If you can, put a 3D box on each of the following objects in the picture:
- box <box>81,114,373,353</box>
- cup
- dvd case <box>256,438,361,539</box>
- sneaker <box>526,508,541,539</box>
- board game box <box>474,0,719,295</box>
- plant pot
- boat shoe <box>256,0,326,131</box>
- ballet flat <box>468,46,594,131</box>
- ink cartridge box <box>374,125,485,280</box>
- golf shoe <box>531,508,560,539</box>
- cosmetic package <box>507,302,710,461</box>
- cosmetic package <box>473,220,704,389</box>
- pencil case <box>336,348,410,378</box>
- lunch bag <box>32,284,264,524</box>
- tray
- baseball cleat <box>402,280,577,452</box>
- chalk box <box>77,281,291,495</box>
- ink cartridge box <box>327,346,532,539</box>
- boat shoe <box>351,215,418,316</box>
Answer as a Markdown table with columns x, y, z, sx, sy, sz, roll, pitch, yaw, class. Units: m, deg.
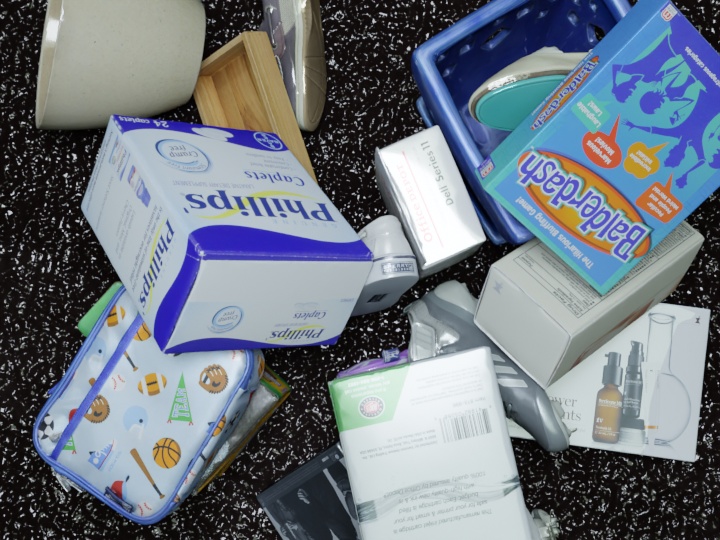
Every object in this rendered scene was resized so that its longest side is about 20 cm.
| x | y | z | sx | sy | sz | roll | pitch | yaw | class |
| --- | --- | --- | --- | --- | --- | --- | --- | --- | --- |
| -0.118 | -0.034 | 0.899 | 0.200 | 0.182 | 0.106 | 51 | 126 | 36 | box |
| -0.234 | -0.228 | 1.011 | 0.141 | 0.200 | 0.203 | 8 | 86 | -23 | cup |
| -0.003 | 0.274 | 0.993 | 0.150 | 0.025 | 0.201 | -38 | 85 | 41 | dvd case |
| 0.108 | 0.220 | 0.974 | 0.073 | 0.082 | 0.202 | -30 | 72 | 25 | sneaker |
| 0.215 | -0.099 | 0.833 | 0.152 | 0.045 | 0.200 | 37 | 109 | -21 | board game box |
| 0.169 | -0.147 | 0.981 | 0.198 | 0.180 | 0.202 | -30 | 85 | -4 | plant pot |
| -0.075 | -0.242 | 1.055 | 0.064 | 0.072 | 0.203 | -4 | 91 | 15 | boat shoe |
| 0.185 | -0.160 | 0.867 | 0.197 | 0.069 | 0.071 | -4 | 86 | -4 | ballet flat |
| 0.064 | -0.062 | 0.970 | 0.067 | 0.200 | 0.118 | -23 | 86 | 0 | ink cartridge box |
| 0.169 | 0.344 | 1.017 | 0.096 | 0.078 | 0.203 | -17 | 80 | 18 | golf shoe |
| 0.240 | 0.102 | 1.031 | 0.197 | 0.052 | 0.153 | 7 | 84 | 2 | cosmetic package |
| 0.214 | 0.008 | 0.963 | 0.199 | 0.088 | 0.103 | -29 | 60 | -30 | cosmetic package |
| 0.037 | 0.180 | 1.020 | 0.085 | 0.084 | 0.203 | -11 | 86 | -33 | pencil case |
| -0.192 | 0.114 | 0.909 | 0.159 | 0.076 | 0.201 | 33 | 88 | 7 | lunch bag |
| -0.104 | -0.126 | 1.036 | 0.098 | 0.037 | 0.202 | -22 | 84 | 41 | tray |
| 0.111 | 0.105 | 0.978 | 0.106 | 0.070 | 0.201 | -29 | 61 | -12 | baseball cleat |
| -0.184 | 0.099 | 1.007 | 0.200 | 0.124 | 0.125 | 42 | 89 | 5 | chalk box |
| 0.064 | 0.179 | 0.899 | 0.145 | 0.083 | 0.203 | -12 | 85 | 3 | ink cartridge box |
| 0.000 | 0.000 | 0.976 | 0.071 | 0.200 | 0.067 | -6 | 77 | -14 | boat shoe |
